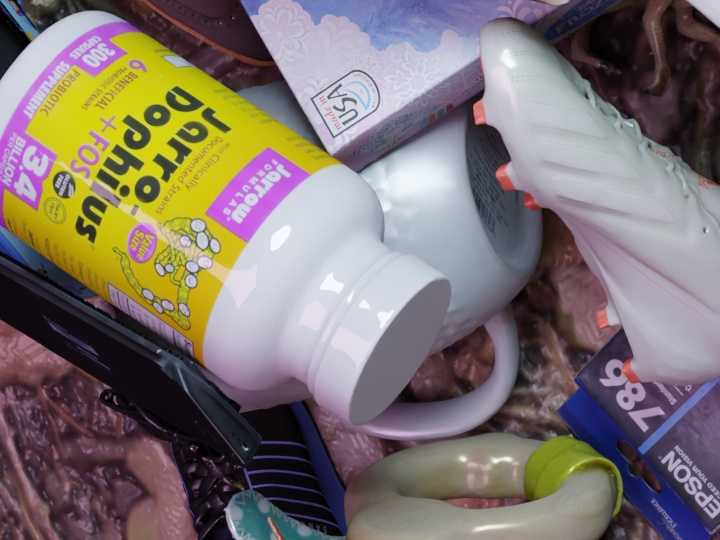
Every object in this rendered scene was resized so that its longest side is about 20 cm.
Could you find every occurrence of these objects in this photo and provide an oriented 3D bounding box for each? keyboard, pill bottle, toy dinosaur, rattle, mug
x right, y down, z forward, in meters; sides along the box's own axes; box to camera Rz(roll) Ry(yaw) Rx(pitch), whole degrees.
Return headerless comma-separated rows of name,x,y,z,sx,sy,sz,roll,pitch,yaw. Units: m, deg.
keyboard,-0.111,0.039,1.158,0.200,0.021,0.127,28,159,44
pill bottle,-0.062,-0.019,1.091,0.199,0.104,0.105,33,118,18
toy dinosaur,0.112,-0.141,1.159,0.199,0.058,0.102,24,100,19
rattle,0.030,0.154,1.190,0.130,0.199,0.144,28,122,32
mug,0.000,0.000,1.217,0.174,0.148,0.201,-14,122,25

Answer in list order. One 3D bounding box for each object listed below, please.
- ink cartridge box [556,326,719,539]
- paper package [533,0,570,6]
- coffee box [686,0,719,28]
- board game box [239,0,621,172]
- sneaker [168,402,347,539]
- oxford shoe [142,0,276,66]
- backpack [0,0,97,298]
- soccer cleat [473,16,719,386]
ink cartridge box,0.170,0.044,1.169,0.100,0.039,0.200,48,124,13
paper package,0.028,-0.231,1.005,0.191,0.199,0.103,-61,29,-2
coffee box,0.183,-0.146,1.010,0.113,0.200,0.080,42,118,17
board game box,0.026,-0.179,1.129,0.198,0.043,0.201,-33,73,7
sneaker,-0.056,0.117,1.311,0.070,0.078,0.201,-41,80,34
oxford shoe,-0.098,-0.167,1.227,0.071,0.073,0.200,-44,109,7
backpack,-0.195,-0.058,1.292,0.134,0.183,0.201,-34,86,0
soccer cleat,0.114,-0.034,1.093,0.077,0.070,0.200,-20,123,23
